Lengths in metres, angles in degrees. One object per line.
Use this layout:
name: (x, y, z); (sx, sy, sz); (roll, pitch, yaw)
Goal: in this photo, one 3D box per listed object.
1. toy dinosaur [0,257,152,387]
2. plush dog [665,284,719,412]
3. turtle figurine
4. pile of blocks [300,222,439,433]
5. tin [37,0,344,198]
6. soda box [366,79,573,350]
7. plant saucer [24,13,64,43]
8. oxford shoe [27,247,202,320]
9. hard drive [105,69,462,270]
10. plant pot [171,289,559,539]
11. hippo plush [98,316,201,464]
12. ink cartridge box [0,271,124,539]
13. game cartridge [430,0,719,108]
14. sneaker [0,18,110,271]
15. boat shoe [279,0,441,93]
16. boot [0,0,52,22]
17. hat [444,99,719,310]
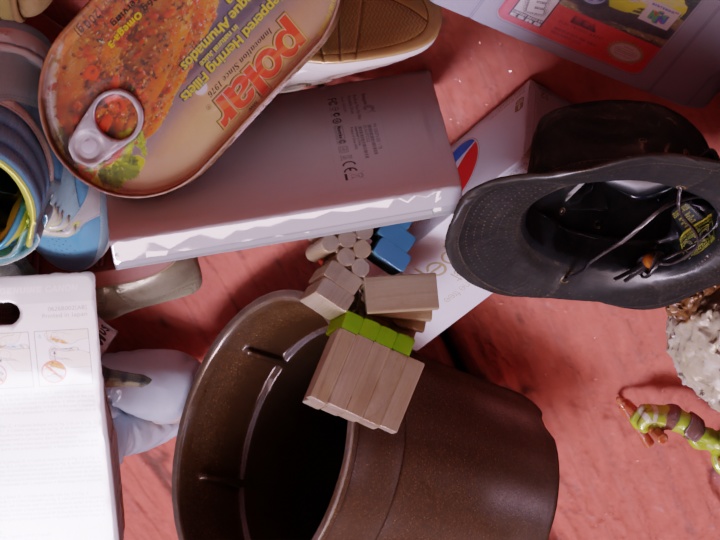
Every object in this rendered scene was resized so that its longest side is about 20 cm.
toy dinosaur: (-0.224, 0.026, 1.684); (0.088, 0.048, 0.200); (-31, 118, 15)
plush dog: (0.272, 0.058, 1.704); (0.171, 0.161, 0.200); (13, 149, 33)
turtle figurine: (0.273, 0.133, 1.811); (0.199, 0.065, 0.161); (34, 179, -11)
pile of blocks: (0.000, 0.000, 1.650); (0.081, 0.202, 0.062); (0, 173, -14)
tin: (-0.092, -0.128, 1.511); (0.112, 0.042, 0.200); (45, 97, 8)
soda box: (0.069, -0.031, 1.674); (0.068, 0.064, 0.200); (27, 137, -23)
plant saucer: (-0.247, -0.093, 1.646); (0.200, 0.037, 0.199); (34, 135, -30)
oxford shoe: (-0.199, 0.011, 1.770); (0.199, 0.071, 0.074); (-7, 142, 19)
hard drive: (-0.048, -0.060, 1.566); (0.198, 0.132, 0.026); (-10, 125, -2)
plant pot: (0.011, 0.131, 1.782); (0.197, 0.202, 0.200); (15, 144, -35)
hippo plush: (-0.181, 0.135, 1.812); (0.158, 0.162, 0.200); (1, 162, -12)
ink cartridge box: (-0.235, 0.091, 1.688); (0.161, 0.050, 0.201); (-3, 110, 0)
game cartridge: (0.142, -0.170, 1.512); (0.199, 0.041, 0.133); (20, 136, -15)
sneaker: (-0.200, -0.035, 1.577); (0.079, 0.131, 0.201); (-4, 141, 14)
boat shoe: (-0.050, -0.135, 1.568); (0.198, 0.071, 0.069); (-2, 156, 8)
boot: (-0.094, -0.202, 1.453); (0.198, 0.066, 0.176); (9, 118, -1)
hat: (0.146, -0.050, 1.533); (0.199, 0.081, 0.201); (-1, 155, -1)
